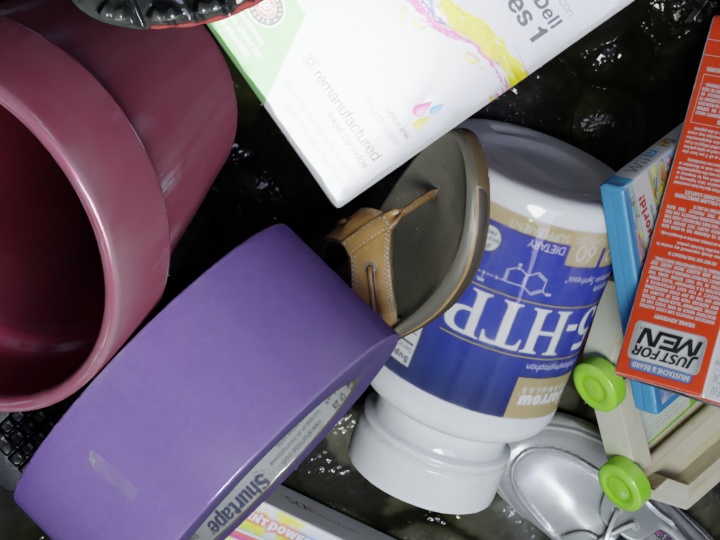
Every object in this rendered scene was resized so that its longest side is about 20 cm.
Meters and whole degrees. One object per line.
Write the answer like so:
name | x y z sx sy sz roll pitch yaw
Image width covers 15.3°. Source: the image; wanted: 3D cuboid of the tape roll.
tape roll | -0.078 0.076 1.369 0.085 0.200 0.200 44 100 8

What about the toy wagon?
toy wagon | 0.182 0.037 1.544 0.155 0.039 0.201 -36 123 -32

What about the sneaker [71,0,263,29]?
sneaker | -0.050 -0.171 1.303 0.199 0.098 0.071 -20 104 -1

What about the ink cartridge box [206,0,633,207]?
ink cartridge box | 0.026 -0.154 1.407 0.200 0.084 0.145 -35 107 4

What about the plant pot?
plant pot | -0.160 -0.057 1.345 0.199 0.179 0.201 15 124 23

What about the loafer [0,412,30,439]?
loafer | -0.150 0.053 1.489 0.199 0.073 0.073 -4 107 -22

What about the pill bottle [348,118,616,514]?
pill bottle | 0.066 0.028 1.499 0.119 0.120 0.201 12 112 -19

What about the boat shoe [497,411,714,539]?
boat shoe | 0.154 0.158 1.613 0.072 0.069 0.200 -42 118 8

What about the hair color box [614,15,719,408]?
hair color box | 0.215 -0.024 1.450 0.111 0.064 0.201 17 89 -51

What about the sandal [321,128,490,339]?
sandal | 0.000 0.000 1.441 0.054 0.082 0.200 9 142 -42

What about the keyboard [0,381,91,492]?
keyboard | -0.215 0.017 1.423 0.104 0.040 0.200 -44 95 -4

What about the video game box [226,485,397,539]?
video game box | -0.080 0.211 1.592 0.199 0.047 0.183 28 108 -25

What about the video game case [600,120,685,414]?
video game case | 0.208 -0.029 1.503 0.200 0.018 0.144 -36 127 -37
